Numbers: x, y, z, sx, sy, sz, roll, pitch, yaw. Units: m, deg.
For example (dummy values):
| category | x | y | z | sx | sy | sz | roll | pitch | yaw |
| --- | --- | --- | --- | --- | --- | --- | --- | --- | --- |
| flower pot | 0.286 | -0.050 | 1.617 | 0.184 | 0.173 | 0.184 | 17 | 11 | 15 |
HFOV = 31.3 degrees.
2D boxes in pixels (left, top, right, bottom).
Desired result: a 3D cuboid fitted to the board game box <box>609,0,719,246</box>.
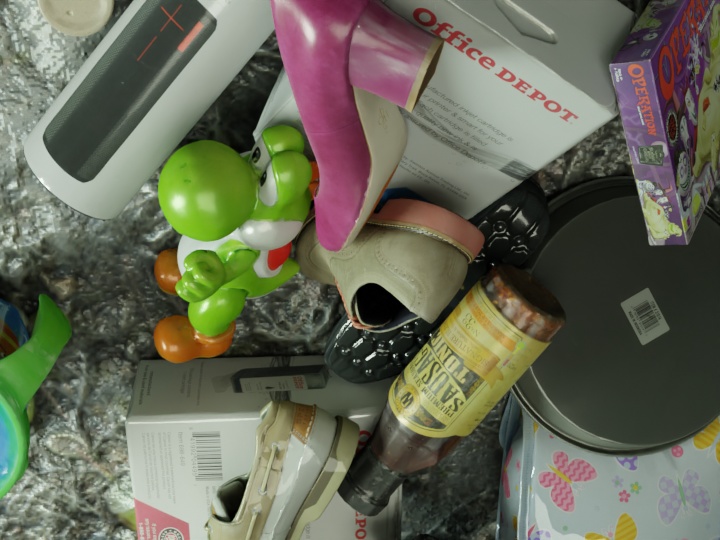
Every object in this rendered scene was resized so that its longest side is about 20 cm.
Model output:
| category | x | y | z | sx | sy | sz | roll | pitch | yaw |
| --- | --- | --- | --- | --- | --- | --- | --- | --- | --- |
| board game box | 0.203 | -0.120 | 0.782 | 0.032 | 0.200 | 0.121 | -4 | 123 | 34 |

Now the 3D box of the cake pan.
| category | x | y | z | sx | sy | sz | roll | pitch | yaw |
| --- | --- | --- | --- | --- | --- | --- | --- | --- | --- |
| cake pan | 0.192 | 0.034 | 0.903 | 0.198 | 0.037 | 0.202 | 0 | 92 | -6 |

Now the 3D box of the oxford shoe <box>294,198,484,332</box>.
| category | x | y | z | sx | sy | sz | roll | pitch | yaw |
| --- | --- | --- | --- | --- | --- | --- | --- | --- | --- |
| oxford shoe | 0.000 | 0.000 | 0.840 | 0.070 | 0.200 | 0.075 | 29 | 75 | -22 |

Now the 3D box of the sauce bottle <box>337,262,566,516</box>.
| category | x | y | z | sx | sy | sz | roll | pitch | yaw |
| --- | --- | --- | --- | --- | --- | --- | --- | --- | --- |
| sauce bottle | 0.056 | 0.086 | 0.871 | 0.066 | 0.066 | 0.201 | 30 | 110 | -18 |

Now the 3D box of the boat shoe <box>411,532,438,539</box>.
| category | x | y | z | sx | sy | sz | roll | pitch | yaw |
| --- | --- | --- | --- | --- | --- | --- | --- | --- | --- |
| boat shoe | 0.066 | 0.243 | 0.977 | 0.057 | 0.067 | 0.200 | -27 | 149 | 18 |

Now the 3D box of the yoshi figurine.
| category | x | y | z | sx | sy | sz | roll | pitch | yaw |
| --- | --- | --- | --- | --- | --- | --- | --- | --- | --- |
| yoshi figurine | -0.100 | -0.025 | 0.830 | 0.112 | 0.112 | 0.200 | 41 | 140 | 5 |

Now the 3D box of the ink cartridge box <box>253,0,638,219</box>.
| category | x | y | z | sx | sy | sz | roll | pitch | yaw |
| --- | --- | --- | --- | --- | --- | --- | --- | --- | --- |
| ink cartridge box | 0.047 | -0.116 | 0.781 | 0.144 | 0.084 | 0.200 | 30 | 147 | -17 |

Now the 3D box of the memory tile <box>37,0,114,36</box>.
| category | x | y | z | sx | sy | sz | roll | pitch | yaw |
| --- | --- | --- | --- | --- | --- | --- | --- | --- | --- |
| memory tile | -0.191 | -0.256 | 0.781 | 0.152 | 0.017 | 0.201 | 25 | 116 | -16 |

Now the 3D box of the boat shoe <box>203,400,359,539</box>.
| category | x | y | z | sx | sy | sz | roll | pitch | yaw |
| --- | --- | --- | --- | --- | --- | --- | --- | --- | --- |
| boat shoe | -0.075 | 0.175 | 0.906 | 0.068 | 0.075 | 0.201 | 26 | 107 | -10 |

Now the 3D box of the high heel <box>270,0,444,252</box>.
| category | x | y | z | sx | sy | sz | roll | pitch | yaw |
| --- | --- | --- | --- | --- | --- | --- | --- | --- | --- |
| high heel | -0.022 | -0.085 | 0.729 | 0.095 | 0.068 | 0.200 | 28 | 151 | 4 |

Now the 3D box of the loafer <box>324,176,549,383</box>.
| category | x | y | z | sx | sy | sz | roll | pitch | yaw |
| --- | --- | --- | --- | --- | --- | --- | --- | --- | --- |
| loafer | 0.053 | 0.005 | 0.909 | 0.068 | 0.071 | 0.200 | 40 | 112 | -18 |

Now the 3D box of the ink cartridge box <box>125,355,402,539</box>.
| category | x | y | z | sx | sy | sz | roll | pitch | yaw |
| --- | --- | --- | --- | --- | --- | --- | --- | --- | --- |
| ink cartridge box | -0.069 | 0.144 | 0.973 | 0.198 | 0.085 | 0.147 | 0 | 119 | -2 |

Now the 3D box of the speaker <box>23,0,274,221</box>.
| category | x | y | z | sx | sy | sz | roll | pitch | yaw |
| --- | --- | --- | --- | --- | --- | --- | --- | --- | --- |
| speaker | -0.127 | -0.129 | 0.820 | 0.081 | 0.081 | 0.200 | 36 | 112 | -21 |

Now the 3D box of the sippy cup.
| category | x | y | z | sx | sy | sz | roll | pitch | yaw |
| --- | --- | --- | --- | --- | --- | --- | --- | --- | --- |
| sippy cup | -0.290 | 0.080 | 0.898 | 0.176 | 0.131 | 0.141 | 2 | 119 | -4 |

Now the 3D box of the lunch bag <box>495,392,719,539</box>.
| category | x | y | z | sx | sy | sz | roll | pitch | yaw |
| --- | --- | --- | --- | --- | --- | --- | --- | --- | --- |
| lunch bag | 0.192 | 0.173 | 0.979 | 0.168 | 0.127 | 0.202 | 2 | 94 | -3 |
